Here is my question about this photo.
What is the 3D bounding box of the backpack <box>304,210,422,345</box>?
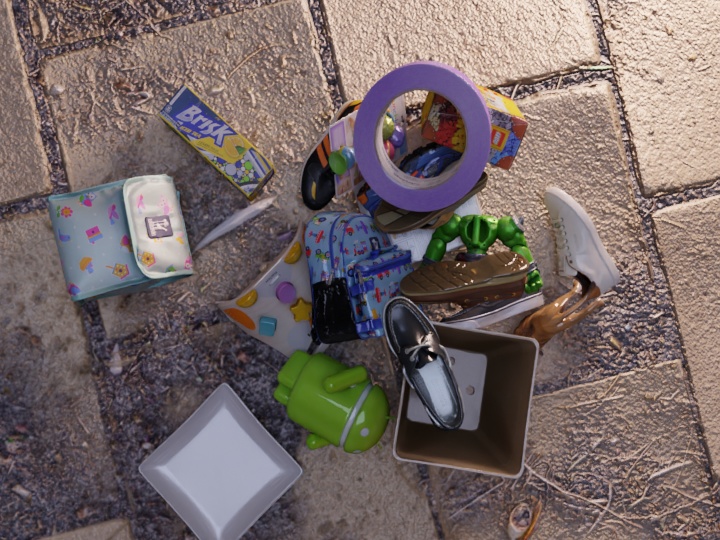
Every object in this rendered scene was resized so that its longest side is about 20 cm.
[{"bbox_3d":[0.000,0.000,1.106,0.132,0.181,0.206,-12,88,36],"label":"backpack"}]

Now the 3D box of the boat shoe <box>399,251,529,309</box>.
[{"bbox_3d":[0.157,0.027,1.061,0.194,0.073,0.069,-9,123,0],"label":"boat shoe"}]

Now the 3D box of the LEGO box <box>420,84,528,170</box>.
[{"bbox_3d":[0.175,-0.245,1.126,0.145,0.201,0.079,20,113,-3],"label":"LEGO box"}]

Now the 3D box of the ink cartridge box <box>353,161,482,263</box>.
[{"bbox_3d":[0.103,-0.100,1.204,0.195,0.050,0.166,-20,89,7],"label":"ink cartridge box"}]

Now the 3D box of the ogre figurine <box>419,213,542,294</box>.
[{"bbox_3d":[0.190,-0.030,1.125,0.196,0.097,0.124,9,103,35],"label":"ogre figurine"}]

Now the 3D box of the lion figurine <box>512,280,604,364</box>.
[{"bbox_3d":[0.304,0.082,1.131,0.121,0.201,0.073,-30,69,-12],"label":"lion figurine"}]

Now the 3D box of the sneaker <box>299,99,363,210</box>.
[{"bbox_3d":[-0.034,-0.193,1.158,0.069,0.090,0.204,31,83,-25],"label":"sneaker"}]

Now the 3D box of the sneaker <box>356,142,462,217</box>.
[{"bbox_3d":[0.090,-0.147,1.153,0.197,0.076,0.079,-31,107,4],"label":"sneaker"}]

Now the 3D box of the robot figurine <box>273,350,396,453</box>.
[{"bbox_3d":[-0.039,0.210,1.121,0.196,0.116,0.178,28,130,11],"label":"robot figurine"}]

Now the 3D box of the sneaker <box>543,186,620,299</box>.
[{"bbox_3d":[0.357,-0.042,1.197,0.084,0.073,0.203,-33,91,-8],"label":"sneaker"}]

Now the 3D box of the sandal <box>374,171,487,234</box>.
[{"bbox_3d":[0.115,-0.100,1.106,0.196,0.055,0.081,-27,45,-15],"label":"sandal"}]

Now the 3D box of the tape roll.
[{"bbox_3d":[0.089,-0.192,1.012,0.194,0.066,0.206,4,109,11],"label":"tape roll"}]

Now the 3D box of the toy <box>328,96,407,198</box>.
[{"bbox_3d":[0.029,-0.203,1.119,0.199,0.046,0.118,-35,131,-39],"label":"toy"}]

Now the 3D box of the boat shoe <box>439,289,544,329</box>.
[{"bbox_3d":[0.212,0.053,1.182,0.195,0.072,0.070,-18,90,-8],"label":"boat shoe"}]

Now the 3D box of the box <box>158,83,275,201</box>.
[{"bbox_3d":[-0.235,-0.209,1.166,0.199,0.064,0.070,42,85,-2],"label":"box"}]

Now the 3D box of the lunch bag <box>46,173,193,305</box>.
[{"bbox_3d":[-0.373,-0.051,1.121,0.195,0.122,0.175,-14,86,-13],"label":"lunch bag"}]

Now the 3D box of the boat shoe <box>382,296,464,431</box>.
[{"bbox_3d":[0.093,0.130,0.997,0.074,0.060,0.203,-30,88,-4],"label":"boat shoe"}]

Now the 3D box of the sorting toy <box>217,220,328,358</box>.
[{"bbox_3d":[-0.101,0.058,1.159,0.200,0.107,0.181,-45,110,-5],"label":"sorting toy"}]

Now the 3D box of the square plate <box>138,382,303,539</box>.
[{"bbox_3d":[-0.226,0.325,1.155,0.198,0.028,0.201,-43,91,-5],"label":"square plate"}]

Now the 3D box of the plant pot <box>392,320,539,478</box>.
[{"bbox_3d":[0.151,0.191,1.115,0.194,0.177,0.206,9,87,-2],"label":"plant pot"}]
